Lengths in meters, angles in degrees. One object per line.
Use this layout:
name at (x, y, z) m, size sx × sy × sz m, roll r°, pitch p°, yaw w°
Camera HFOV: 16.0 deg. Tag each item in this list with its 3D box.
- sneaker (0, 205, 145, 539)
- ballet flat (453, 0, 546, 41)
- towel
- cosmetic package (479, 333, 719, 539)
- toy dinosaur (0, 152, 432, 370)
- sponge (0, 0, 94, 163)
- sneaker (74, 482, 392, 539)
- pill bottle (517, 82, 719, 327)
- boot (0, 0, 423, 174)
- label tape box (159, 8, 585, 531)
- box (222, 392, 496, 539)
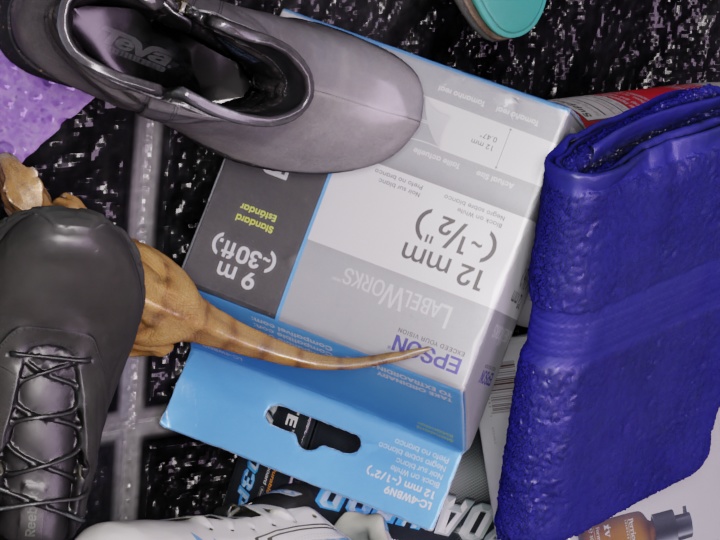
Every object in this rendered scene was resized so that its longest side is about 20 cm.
sneaker at (-0.131, 0.063, 1.063) m, size 0.076 × 0.091 × 0.200 m, roll 5°, pitch 128°, yaw -11°
ballet flat at (0.041, -0.204, 1.190) m, size 0.068 × 0.068 × 0.200 m, roll -29°, pitch 121°, yaw -30°
towel at (0.120, 0.019, 1.180) m, size 0.148 × 0.050 × 0.200 m, roll -20°, pitch 127°, yaw -41°
cosmetic package at (0.134, 0.124, 1.296) m, size 0.151 × 0.052 × 0.200 m, roll -8°, pitch 89°, yaw -48°
toy dinosaur at (-0.084, 0.017, 1.113) m, size 0.200 × 0.106 × 0.060 m, roll 27°, pitch 78°, yaw -23°
sponge at (-0.139, -0.122, 1.087) m, size 0.200 × 0.030 × 0.112 m, roll -45°, pitch 127°, yaw -20°
sneaker at (-0.056, 0.127, 1.143) m, size 0.200 × 0.072 × 0.073 m, roll 17°, pitch 69°, yaw -51°
pill bottle at (0.116, -0.032, 1.280) m, size 0.200 × 0.112 × 0.112 m, roll -10°, pitch 109°, yaw -39°
boot at (-0.045, -0.075, 1.044) m, size 0.200 × 0.132 × 0.070 m, roll 10°, pitch 95°, yaw -25°
label tape box at (0.000, 0.000, 1.164) m, size 0.066 × 0.143 × 0.200 m, roll 33°, pitch 78°, yaw -77°
box at (0.023, 0.111, 1.287) m, size 0.200 × 0.046 × 0.159 m, roll 19°, pitch 90°, yaw -43°
